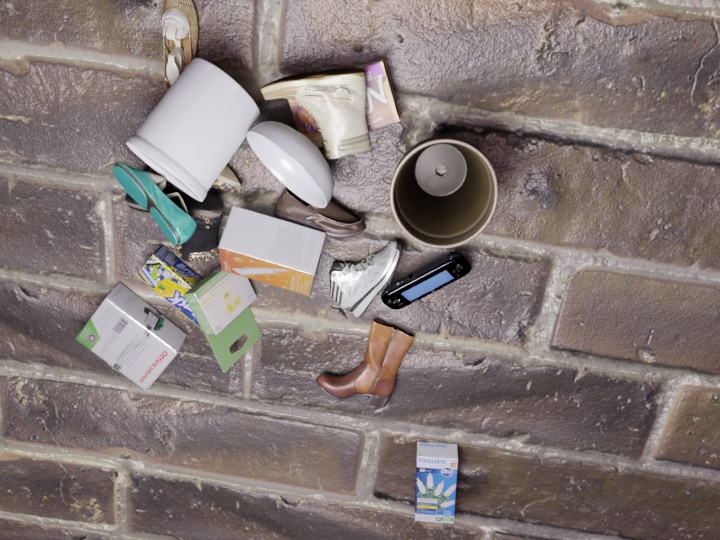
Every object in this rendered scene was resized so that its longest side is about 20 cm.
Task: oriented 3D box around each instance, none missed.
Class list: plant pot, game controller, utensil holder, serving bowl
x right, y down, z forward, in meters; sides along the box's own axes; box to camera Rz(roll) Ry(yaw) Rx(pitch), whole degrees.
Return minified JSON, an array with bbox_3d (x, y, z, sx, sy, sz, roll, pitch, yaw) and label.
[{"bbox_3d":[0.155,-0.170,1.228,0.195,0.174,0.204,2,115,4],"label":"plant pot"},{"bbox_3d":[0.139,0.026,1.367,0.197,0.043,0.104,-28,145,14],"label":"game controller"},{"bbox_3d":[-0.304,-0.260,1.196,0.169,0.170,0.202,37,80,-12],"label":"utensil holder"},{"bbox_3d":[-0.121,-0.211,1.220,0.200,0.200,0.066,43,78,-13],"label":"serving bowl"}]

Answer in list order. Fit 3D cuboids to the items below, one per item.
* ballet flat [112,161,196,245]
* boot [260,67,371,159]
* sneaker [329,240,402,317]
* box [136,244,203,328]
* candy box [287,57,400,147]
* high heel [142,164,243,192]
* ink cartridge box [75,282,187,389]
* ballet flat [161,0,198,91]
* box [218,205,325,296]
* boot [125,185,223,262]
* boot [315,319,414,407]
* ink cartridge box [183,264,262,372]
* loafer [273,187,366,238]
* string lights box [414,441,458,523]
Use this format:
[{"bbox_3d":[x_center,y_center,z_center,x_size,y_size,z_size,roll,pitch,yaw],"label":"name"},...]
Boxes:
[{"bbox_3d":[-0.388,-0.138,1.240,0.201,0.070,0.067,48,146,4],"label":"ballet flat"},{"bbox_3d":[-0.080,-0.285,1.196,0.195,0.072,0.158,-4,116,7],"label":"boot"},{"bbox_3d":[0.000,0.000,1.371,0.114,0.076,0.202,31,115,-11],"label":"sneaker"},{"bbox_3d":[-0.390,0.041,1.430,0.200,0.065,0.070,43,111,-13],"label":"box"},{"bbox_3d":[-0.030,-0.318,1.243,0.196,0.057,0.119,-14,112,13],"label":"candy box"},{"bbox_3d":[-0.350,-0.181,1.335,0.198,0.072,0.143,29,125,-11],"label":"high heel"},{"bbox_3d":[-0.522,0.153,1.480,0.199,0.085,0.146,41,112,-13],"label":"ink cartridge box"},{"bbox_3d":[-0.344,-0.423,1.218,0.069,0.066,0.204,3,114,5],"label":"ballet flat"},{"bbox_3d":[-0.181,-0.038,1.329,0.196,0.099,0.125,16,157,-2],"label":"box"},{"bbox_3d":[-0.382,-0.095,1.341,0.195,0.074,0.152,4,135,-6],"label":"boot"},{"bbox_3d":[0.008,0.206,1.467,0.184,0.069,0.203,17,114,-2],"label":"boot"},{"bbox_3d":[-0.282,0.098,1.402,0.047,0.146,0.203,-6,116,39],"label":"ink cartridge box"},{"bbox_3d":[-0.081,-0.122,1.325,0.196,0.073,0.072,13,116,-1],"label":"loafer"},{"bbox_3d":[0.186,0.525,1.598,0.100,0.059,0.204,2,114,6],"label":"string lights box"}]
